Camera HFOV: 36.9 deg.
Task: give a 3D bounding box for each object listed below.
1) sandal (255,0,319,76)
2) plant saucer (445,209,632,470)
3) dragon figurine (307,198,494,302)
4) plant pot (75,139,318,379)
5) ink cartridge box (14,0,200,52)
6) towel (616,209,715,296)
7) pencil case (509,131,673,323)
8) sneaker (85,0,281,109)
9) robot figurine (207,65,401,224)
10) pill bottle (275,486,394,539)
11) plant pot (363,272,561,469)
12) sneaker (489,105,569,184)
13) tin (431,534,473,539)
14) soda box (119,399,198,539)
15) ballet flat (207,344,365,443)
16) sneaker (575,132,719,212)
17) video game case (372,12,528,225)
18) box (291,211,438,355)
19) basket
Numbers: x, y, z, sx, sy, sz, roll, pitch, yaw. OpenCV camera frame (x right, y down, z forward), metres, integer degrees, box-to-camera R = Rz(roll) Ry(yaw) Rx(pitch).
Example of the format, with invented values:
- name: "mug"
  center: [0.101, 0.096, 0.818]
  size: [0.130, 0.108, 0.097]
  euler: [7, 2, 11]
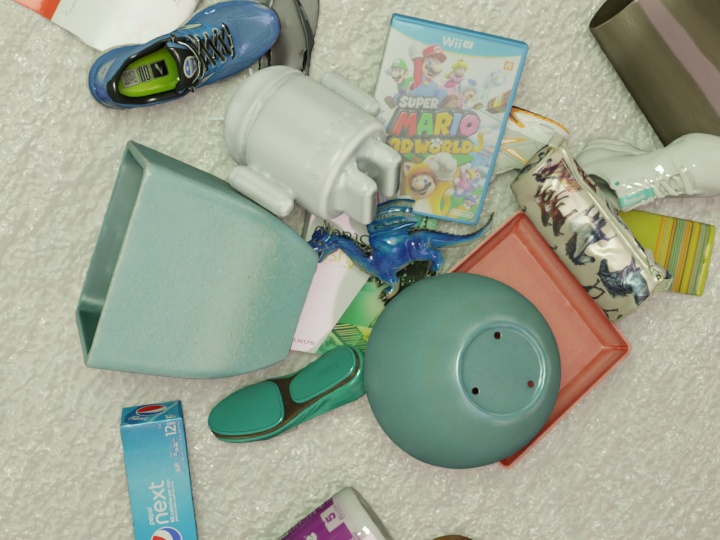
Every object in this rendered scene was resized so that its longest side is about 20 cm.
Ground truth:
- name: "sandal"
  center: [-0.078, -0.241, 1.121]
  size: [0.076, 0.043, 0.202]
  euler: [-4, 102, -10]
- name: "plant saucer"
  center: [0.158, 0.072, 1.149]
  size: [0.200, 0.037, 0.200]
  euler: [-40, 95, -13]
- name: "dragon figurine"
  center: [0.040, -0.036, 1.127]
  size: [0.199, 0.059, 0.100]
  euler: [-23, 118, 10]
- name: "plant pot"
  center: [-0.158, 0.001, 1.082]
  size: [0.199, 0.196, 0.197]
  euler: [16, 98, -20]
- name: "ink cartridge box"
  center: [-0.255, -0.308, 1.072]
  size: [0.199, 0.057, 0.163]
  euler: [26, 95, -20]
- name: "towel"
  center: [0.317, -0.029, 1.257]
  size: [0.199, 0.018, 0.087]
  euler: [11, 93, -12]
- name: "pencil case"
  center: [0.238, -0.046, 1.126]
  size: [0.200, 0.089, 0.078]
  euler: [52, 43, -3]
- name: "sneaker"
  center: [-0.163, -0.203, 1.047]
  size: [0.199, 0.089, 0.079]
  euler: [-28, 117, -14]
- name: "robot figurine"
  center: [-0.054, -0.128, 1.067]
  size: [0.199, 0.113, 0.170]
  euler: [33, 63, 16]
- name: "pill bottle"
  center: [-0.058, 0.344, 1.205]
  size: [0.200, 0.112, 0.112]
  euler: [-38, 106, -2]
- name: "plant pot"
  center: [0.114, 0.097, 1.049]
  size: [0.199, 0.135, 0.202]
  euler: [1, 84, -13]
- name: "sneaker"
  center: [0.125, -0.143, 1.168]
  size: [0.199, 0.076, 0.093]
  euler: [17, 102, -13]
- name: "tin"
  center: [0.074, 0.399, 1.282]
  size: [0.200, 0.042, 0.112]
  euler: [-40, 110, -1]
- name: "soda box"
  center: [-0.217, 0.249, 1.180]
  size: [0.067, 0.064, 0.201]
  euler: [-7, 102, -9]
- name: "ballet flat"
  center: [-0.070, 0.147, 1.182]
  size: [0.199, 0.068, 0.070]
  euler: [-26, 142, 16]
- name: "sneaker"
  center: [0.310, -0.094, 1.145]
  size: [0.088, 0.199, 0.076]
  euler: [-45, 124, -37]
- name: "video game case"
  center: [0.079, -0.152, 1.115]
  size: [0.142, 0.018, 0.201]
  euler: [11, 114, -8]
- name: "box"
  center: [0.000, 0.000, 1.188]
  size: [0.143, 0.036, 0.201]
  euler: [10, 100, -13]
- name: "basket"
  center: [0.355, -0.230, 1.167]
  size: [0.180, 0.136, 0.200]
  euler: [-46, 102, -6]
